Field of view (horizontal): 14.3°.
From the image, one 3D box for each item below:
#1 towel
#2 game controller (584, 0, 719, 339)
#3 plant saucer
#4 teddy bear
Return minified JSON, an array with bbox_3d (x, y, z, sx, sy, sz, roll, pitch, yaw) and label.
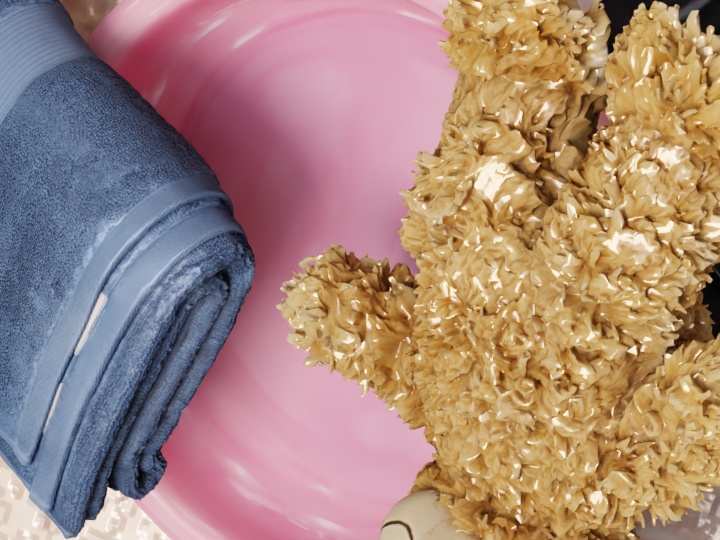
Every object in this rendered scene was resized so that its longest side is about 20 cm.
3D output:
[{"bbox_3d":[-0.110,-0.031,0.815,0.200,0.048,0.112,49,128,31],"label":"towel"},{"bbox_3d":[0.131,0.001,0.808,0.104,0.042,0.200,-38,85,3],"label":"game controller"},{"bbox_3d":[0.000,0.000,0.815,0.199,0.051,0.202,10,110,28],"label":"plant saucer"},{"bbox_3d":[0.043,0.019,0.726,0.145,0.067,0.201,37,119,19],"label":"teddy bear"}]
